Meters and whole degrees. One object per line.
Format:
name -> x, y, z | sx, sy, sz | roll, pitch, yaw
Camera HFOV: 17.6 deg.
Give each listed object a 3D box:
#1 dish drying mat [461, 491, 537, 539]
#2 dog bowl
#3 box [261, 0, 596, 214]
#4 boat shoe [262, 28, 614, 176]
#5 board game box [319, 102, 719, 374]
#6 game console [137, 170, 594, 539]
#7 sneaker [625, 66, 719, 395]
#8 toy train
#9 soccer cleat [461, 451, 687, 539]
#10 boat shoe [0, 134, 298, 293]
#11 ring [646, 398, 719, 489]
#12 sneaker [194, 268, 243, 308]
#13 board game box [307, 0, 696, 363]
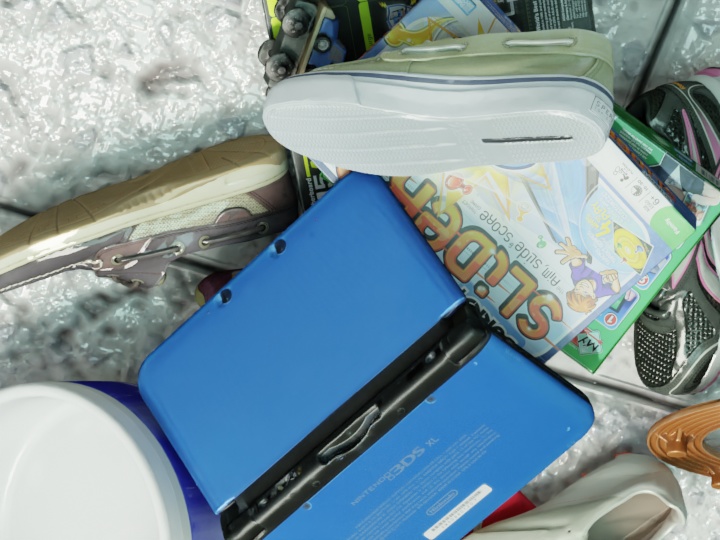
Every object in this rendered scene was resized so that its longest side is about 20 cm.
dish drying mat -> 0.122, 0.216, 1.546 | 0.077, 0.018, 0.200 | -40, 110, 10
dog bowl -> -0.169, 0.166, 1.405 | 0.200, 0.079, 0.200 | 0, 90, 34
box -> 0.042, -0.138, 1.379 | 0.193, 0.048, 0.200 | -10, 114, 2
boat shoe -> 0.045, -0.094, 1.267 | 0.200, 0.062, 0.072 | 2, 148, 21
board game box -> 0.096, -0.051, 1.354 | 0.200, 0.029, 0.135 | 36, 108, -3
game console -> 0.002, 0.073, 1.343 | 0.200, 0.118, 0.171 | -41, 127, 19
sneaker -> 0.179, -0.023, 1.409 | 0.086, 0.080, 0.200 | -7, 104, -35
toy train -> -0.008, -0.184, 1.315 | 0.046, 0.034, 0.200 | 15, 109, -20
soccer cleat -> 0.117, 0.185, 1.482 | 0.200, 0.078, 0.069 | -34, 112, 1
boat shoe -> -0.132, -0.020, 1.398 | 0.200, 0.072, 0.065 | -21, 108, -3
ring -> 0.277, 0.111, 1.440 | 0.200, 0.200, 0.019 | 6, 69, -8
sneaker -> 0.000, 0.000, 1.419 | 0.200, 0.075, 0.090 | 4, 112, -16
board game box -> 0.074, -0.054, 1.323 | 0.135, 0.034, 0.200 | -43, 95, 16
